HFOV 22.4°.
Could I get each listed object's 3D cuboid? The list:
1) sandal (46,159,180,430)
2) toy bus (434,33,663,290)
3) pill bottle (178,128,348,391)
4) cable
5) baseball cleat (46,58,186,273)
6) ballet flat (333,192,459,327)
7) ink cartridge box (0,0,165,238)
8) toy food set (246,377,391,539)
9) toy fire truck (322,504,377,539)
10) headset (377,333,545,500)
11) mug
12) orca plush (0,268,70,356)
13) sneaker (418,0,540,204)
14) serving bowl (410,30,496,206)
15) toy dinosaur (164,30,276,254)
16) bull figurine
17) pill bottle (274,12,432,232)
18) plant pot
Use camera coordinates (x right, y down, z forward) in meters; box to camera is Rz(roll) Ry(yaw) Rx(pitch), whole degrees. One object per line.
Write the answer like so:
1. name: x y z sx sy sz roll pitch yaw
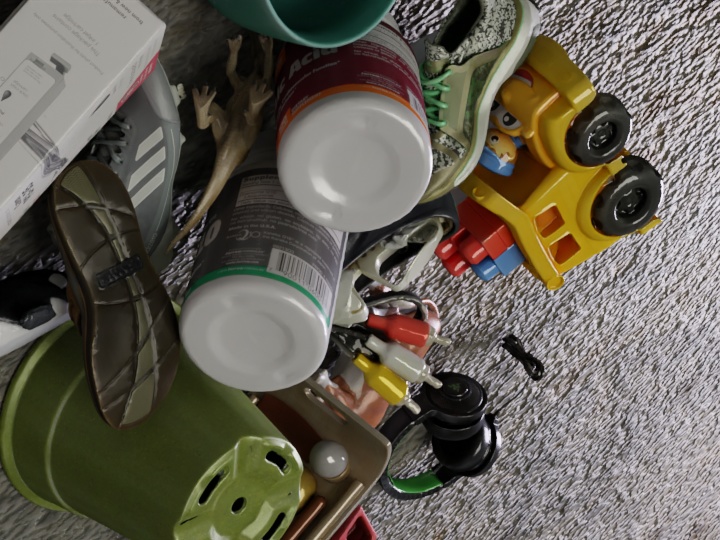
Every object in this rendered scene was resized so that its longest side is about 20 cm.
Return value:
1. sandal: -0.189 0.017 1.333 0.082 0.055 0.200 -27 107 -33
2. toy bus: 0.136 -0.079 1.547 0.192 0.136 0.200 -36 135 -3
3. pill bottle: -0.069 -0.013 1.403 0.200 0.113 0.113 -80 163 -49
4. cable: -0.013 0.045 1.555 0.200 0.050 0.097 24 88 -24
5. baseball cleat: -0.183 -0.070 1.355 0.106 0.070 0.200 -26 129 -34
6. ballet flat: 0.000 0.000 1.498 0.200 0.073 0.073 -37 137 -4
7. ink cartridge box: -0.228 -0.103 1.221 0.083 0.147 0.200 41 80 -4
8. toy food set: -0.088 0.182 1.539 0.200 0.143 0.060 -49 159 -12
9. toy fire truck: -0.099 0.259 1.583 0.200 0.141 0.049 -44 138 -18
10. headset: 0.092 0.141 1.782 0.200 0.094 0.124 -32 139 -8
11. mug: -0.042 -0.251 1.348 0.185 0.114 0.152 -15 116 -41
12. orca plush: -0.295 0.037 1.329 0.200 0.071 0.105 -31 177 -24
13. sneaker: 0.065 -0.151 1.460 0.089 0.077 0.200 31 82 -49
14. serving bowl: 0.064 -0.123 1.579 0.200 0.066 0.201 -24 129 -34
15. toy dinosaur: -0.092 -0.108 1.369 0.101 0.058 0.200 86 22 -64
16. bull figurine: -0.004 0.099 1.642 0.121 0.065 0.200 42 77 -43
17. pill bottle: -0.009 -0.127 1.386 0.114 0.200 0.114 -2 123 -3
18. plant pot: -0.149 0.143 1.425 0.200 0.190 0.200 -24 128 -34
